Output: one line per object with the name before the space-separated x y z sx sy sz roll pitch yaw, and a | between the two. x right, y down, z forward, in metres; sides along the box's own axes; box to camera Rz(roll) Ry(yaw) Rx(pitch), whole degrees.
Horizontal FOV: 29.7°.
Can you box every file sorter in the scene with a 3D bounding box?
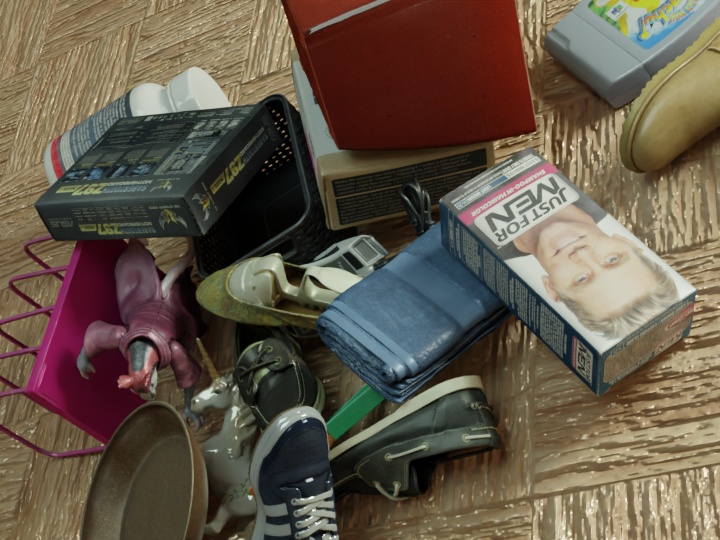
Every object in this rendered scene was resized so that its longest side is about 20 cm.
file sorter | -0.298 0.074 1.395 0.125 0.139 0.200 -12 52 34

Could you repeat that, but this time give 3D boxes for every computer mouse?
computer mouse | 0.000 0.000 1.259 0.200 0.110 0.044 -25 9 31

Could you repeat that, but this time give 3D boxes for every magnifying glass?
magnifying glass | -0.014 0.125 1.153 0.200 0.022 0.080 -42 0 -18

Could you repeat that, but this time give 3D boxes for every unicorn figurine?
unicorn figurine | -0.127 0.184 1.231 0.137 0.074 0.200 -45 58 1

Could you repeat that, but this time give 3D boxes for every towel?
towel | 0.067 0.021 1.145 0.200 0.049 0.112 -37 55 -21

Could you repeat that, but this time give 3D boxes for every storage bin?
storage bin | -0.092 -0.063 1.369 0.135 0.094 0.200 -31 43 16

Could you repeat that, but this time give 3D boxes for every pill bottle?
pill bottle | -0.245 -0.141 1.534 0.200 0.120 0.120 -30 44 18

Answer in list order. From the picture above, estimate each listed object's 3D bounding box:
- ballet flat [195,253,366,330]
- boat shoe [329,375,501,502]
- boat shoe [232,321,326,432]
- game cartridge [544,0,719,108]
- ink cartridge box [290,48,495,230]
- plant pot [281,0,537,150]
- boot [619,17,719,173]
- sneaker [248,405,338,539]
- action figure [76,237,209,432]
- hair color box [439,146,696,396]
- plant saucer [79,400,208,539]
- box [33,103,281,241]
ballet flat | -0.057 0.018 1.224 0.199 0.071 0.071 12 64 16
boat shoe | 0.025 0.159 1.120 0.200 0.072 0.068 -32 71 24
boat shoe | -0.083 0.094 1.219 0.072 0.066 0.201 -43 21 6
game cartridge | 0.278 -0.245 1.254 0.200 0.040 0.133 -43 45 4
ink cartridge box | 0.028 -0.145 1.305 0.164 0.075 0.200 -12 46 -3
plant pot | 0.029 -0.221 1.200 0.176 0.200 0.200 -20 47 -1
boot | 0.329 -0.124 1.095 0.175 0.066 0.200 -51 43 -5
sneaker | -0.040 0.212 1.073 0.108 0.070 0.201 42 132 45
action figure | -0.189 0.055 1.296 0.200 0.134 0.149 -94 25 -67
hair color box | 0.161 -0.004 1.083 0.100 0.061 0.200 -31 55 -18
plant saucer | -0.185 0.217 1.192 0.200 0.037 0.201 -31 50 44
box | -0.198 -0.095 1.329 0.200 0.051 0.158 -2 37 34
